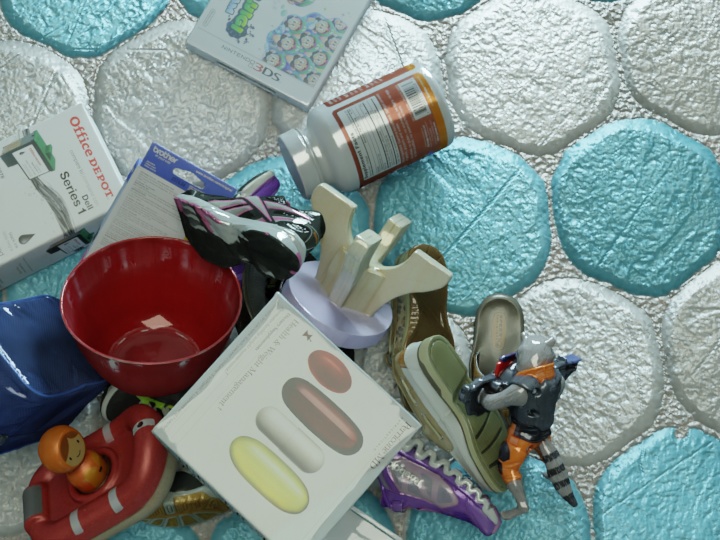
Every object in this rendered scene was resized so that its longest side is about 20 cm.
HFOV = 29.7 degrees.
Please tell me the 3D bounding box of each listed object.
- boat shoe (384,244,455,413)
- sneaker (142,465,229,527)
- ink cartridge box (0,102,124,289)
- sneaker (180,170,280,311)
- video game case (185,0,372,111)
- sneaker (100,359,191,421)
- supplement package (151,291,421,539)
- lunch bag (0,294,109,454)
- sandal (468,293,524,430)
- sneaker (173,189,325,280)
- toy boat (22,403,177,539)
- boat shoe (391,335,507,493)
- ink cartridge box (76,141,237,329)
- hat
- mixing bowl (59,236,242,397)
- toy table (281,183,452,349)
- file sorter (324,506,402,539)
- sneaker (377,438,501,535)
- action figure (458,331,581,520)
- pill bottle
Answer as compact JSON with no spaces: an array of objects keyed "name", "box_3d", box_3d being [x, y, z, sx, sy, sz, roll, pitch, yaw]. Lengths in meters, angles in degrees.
[{"name":"boat shoe","box_3d":[0.069,0.072,1.620,0.073,0.063,0.202,10,76,-26]},{"name":"sneaker","box_3d":[-0.170,0.233,1.565,0.198,0.076,0.088,-15,62,-10]},{"name":"ink cartridge box","box_3d":[-0.386,-0.089,1.630,0.199,0.084,0.147,-28,78,-8]},{"name":"sneaker","box_3d":[-0.145,-0.025,1.637,0.083,0.081,0.201,27,85,-9]},{"name":"video game case","box_3d":[-0.098,-0.329,1.735,0.181,0.024,0.201,28,75,5]},{"name":"sneaker","box_3d":[-0.202,0.150,1.564,0.198,0.072,0.083,-13,47,-5]},{"name":"supplement package","box_3d":[-0.076,0.168,1.401,0.200,0.147,0.192,41,79,5]},{"name":"lunch bag","box_3d":[-0.389,0.124,1.509,0.132,0.200,0.136,-45,76,20]},{"name":"sandal","box_3d":[0.168,0.124,1.603,0.081,0.055,0.202,3,80,0]},{"name":"sneaker","box_3d":[-0.118,-0.049,1.505,0.199,0.081,0.086,23,46,34]},{"name":"toy boat","box_3d":[-0.303,0.217,1.495,0.199,0.131,0.131,-30,42,10]},{"name":"boat shoe","box_3d":[0.107,0.168,1.557,0.075,0.068,0.201,-40,104,-50]},{"name":"ink cartridge box","box_3d":[-0.241,-0.043,1.586,0.119,0.042,0.201,28,105,-16]},{"name":"hat","box_3d":[-0.096,0.063,1.584,0.080,0.200,0.202,-26,74,28]},{"name":"mixing bowl","box_3d":[-0.232,0.067,1.522,0.198,0.109,0.201,3,44,-3]},{"name":"toy table","box_3d":[0.000,0.000,1.534,0.183,0.200,0.118,31,108,-4]},{"name":"file sorter","box_3d":[-0.056,0.352,1.501,0.138,0.125,0.201,32,77,7]},{"name":"sneaker","box_3d":[0.069,0.249,1.561,0.199,0.081,0.089,36,83,13]},{"name":"action figure","box_3d":[0.211,0.160,1.538,0.199,0.104,0.196,-21,112,-38]},{"name":"pill bottle","box_3d":[0.005,-0.165,1.649,0.198,0.112,0.113,-25,77,-8]}]
